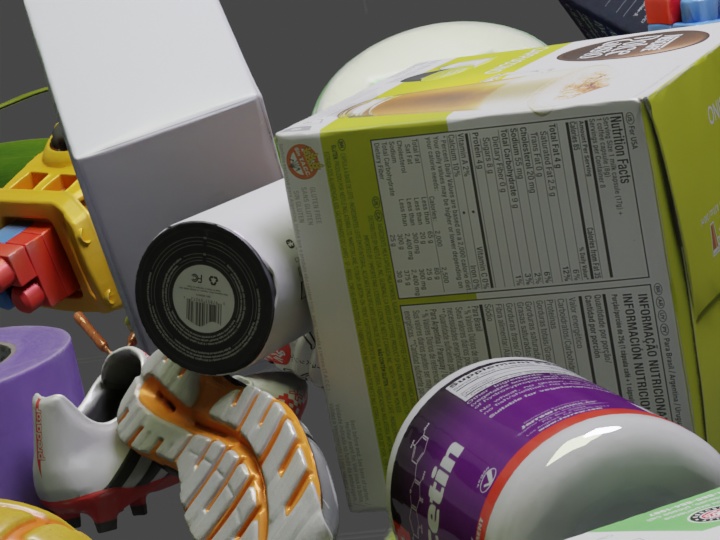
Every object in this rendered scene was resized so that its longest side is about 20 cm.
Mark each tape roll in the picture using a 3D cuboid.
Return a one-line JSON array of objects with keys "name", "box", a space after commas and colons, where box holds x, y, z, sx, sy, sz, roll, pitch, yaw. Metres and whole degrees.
[{"name": "tape roll", "box": [-0.248, 0.099, 1.534, 0.199, 0.085, 0.200, -11, 11, 2]}]

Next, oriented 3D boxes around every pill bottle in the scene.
[{"name": "pill bottle", "box": [0.078, 0.100, 1.149, 0.112, 0.113, 0.200, -14, 11, -14]}]

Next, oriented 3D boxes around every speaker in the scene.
[{"name": "speaker", "box": [-0.037, -0.007, 1.447, 0.081, 0.082, 0.200, -6, 10, 25]}]

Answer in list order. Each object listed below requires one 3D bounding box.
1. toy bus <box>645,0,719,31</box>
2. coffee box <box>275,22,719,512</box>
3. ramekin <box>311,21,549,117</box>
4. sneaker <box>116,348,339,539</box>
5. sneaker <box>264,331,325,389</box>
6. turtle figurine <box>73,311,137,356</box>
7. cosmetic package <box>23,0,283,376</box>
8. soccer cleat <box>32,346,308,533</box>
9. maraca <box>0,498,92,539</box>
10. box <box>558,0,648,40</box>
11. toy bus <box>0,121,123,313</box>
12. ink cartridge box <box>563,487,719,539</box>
[{"name": "toy bus", "box": [0.241, -0.096, 1.691, 0.199, 0.193, 0.136, -8, 7, -26]}, {"name": "coffee box", "box": [0.099, -0.004, 1.411, 0.197, 0.201, 0.200, -5, 13, 25]}, {"name": "ramekin", "box": [0.060, -0.072, 1.809, 0.199, 0.098, 0.201, -8, 45, 8]}, {"name": "sneaker", "box": [-0.052, 0.099, 1.386, 0.078, 0.077, 0.200, -53, 32, 4]}, {"name": "sneaker", "box": [0.000, 0.001, 1.613, 0.108, 0.067, 0.201, 27, 39, 24]}, {"name": "turtle figurine", "box": [-0.097, 0.015, 1.851, 0.161, 0.065, 0.200, -19, 14, -33]}, {"name": "cosmetic package", "box": [-0.115, -0.065, 1.731, 0.122, 0.201, 0.200, -18, 38, -4]}, {"name": "soccer cleat", "box": [-0.102, 0.076, 1.508, 0.068, 0.086, 0.200, -1, 16, 43]}, {"name": "maraca", "box": [-0.173, 0.149, 1.167, 0.137, 0.108, 0.200, -10, 9, -35]}, {"name": "box", "box": [0.257, -0.162, 1.940, 0.104, 0.148, 0.200, -50, 47, -5]}, {"name": "toy bus", "box": [-0.192, -0.029, 2.037, 0.199, 0.136, 0.192, 4, 32, 46]}, {"name": "ink cartridge box", "box": [0.131, 0.145, 0.941, 0.145, 0.088, 0.200, -15, 14, -22]}]
